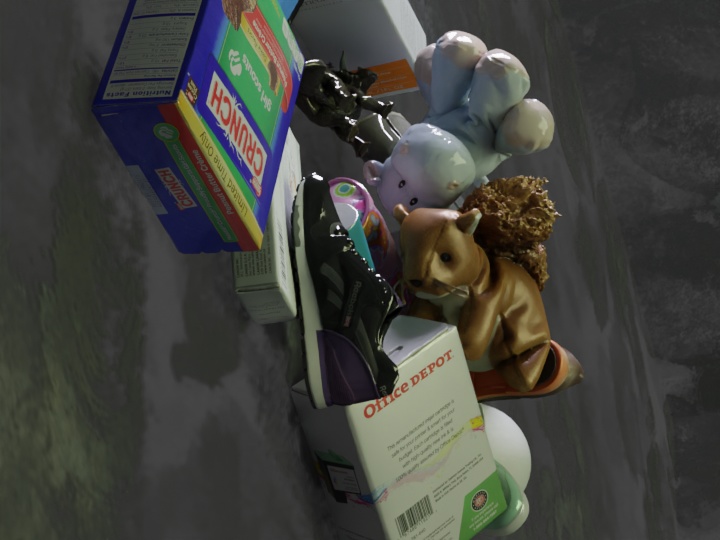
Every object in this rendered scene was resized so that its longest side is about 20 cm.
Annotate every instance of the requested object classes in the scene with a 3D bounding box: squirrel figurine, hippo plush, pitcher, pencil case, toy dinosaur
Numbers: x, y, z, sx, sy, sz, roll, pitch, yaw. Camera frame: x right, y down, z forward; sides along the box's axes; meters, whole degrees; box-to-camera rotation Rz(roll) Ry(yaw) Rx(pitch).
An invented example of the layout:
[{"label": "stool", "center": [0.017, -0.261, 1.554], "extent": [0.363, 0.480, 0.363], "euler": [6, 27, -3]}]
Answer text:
[{"label": "squirrel figurine", "center": [0.103, -0.007, 1.736], "extent": [0.201, 0.141, 0.187], "euler": [-57, 134, -28]}, {"label": "hippo plush", "center": [0.072, -0.130, 1.805], "extent": [0.160, 0.160, 0.200], "euler": [52, -29, 2]}, {"label": "pitcher", "center": [0.103, 0.221, 1.957], "extent": [0.173, 0.120, 0.200], "euler": [-66, 156, -7]}, {"label": "pencil case", "center": [0.000, 0.000, 1.768], "extent": [0.200, 0.087, 0.088], "euler": [61, 23, -51]}, {"label": "toy dinosaur", "center": [-0.034, -0.168, 1.777], "extent": [0.200, 0.102, 0.077], "euler": [4, 115, -62]}]

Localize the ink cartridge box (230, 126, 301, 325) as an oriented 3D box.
[{"label": "ink cartridge box", "center": [-0.079, -0.051, 1.581], "extent": [0.174, 0.043, 0.202], "euler": [69, 15, -70]}]

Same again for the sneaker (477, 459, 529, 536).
[{"label": "sneaker", "center": [0.073, 0.179, 1.783], "extent": [0.200, 0.074, 0.118], "euler": [38, -6, 30]}]

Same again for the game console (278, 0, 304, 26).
[{"label": "game console", "center": [-0.032, -0.291, 1.659], "extent": [0.117, 0.175, 0.201], "euler": [52, 40, -28]}]

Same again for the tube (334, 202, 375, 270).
[{"label": "tube", "center": [-0.007, 0.032, 1.683], "extent": [0.051, 0.077, 0.201], "euler": [-90, 168, -53]}]

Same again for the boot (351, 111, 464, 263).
[{"label": "boot", "center": [0.050, -0.081, 1.912], "extent": [0.201, 0.072, 0.181], "euler": [59, 25, 16]}]

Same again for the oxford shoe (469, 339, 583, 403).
[{"label": "oxford shoe", "center": [0.128, 0.105, 1.827], "extent": [0.073, 0.198, 0.072], "euler": [22, 73, -53]}]

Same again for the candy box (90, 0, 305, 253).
[{"label": "candy box", "center": [-0.117, -0.142, 1.398], "extent": [0.170, 0.076, 0.201], "euler": [63, 32, -47]}]

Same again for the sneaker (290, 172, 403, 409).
[{"label": "sneaker", "center": [-0.008, 0.014, 1.563], "extent": [0.076, 0.087, 0.202], "euler": [51, 33, -78]}]

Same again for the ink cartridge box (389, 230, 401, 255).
[{"label": "ink cartridge box", "center": [0.064, 0.023, 2.005], "extent": [0.200, 0.067, 0.118], "euler": [30, 51, -70]}]

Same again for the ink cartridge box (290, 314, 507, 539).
[{"label": "ink cartridge box", "center": [0.037, 0.162, 1.660], "extent": [0.144, 0.084, 0.202], "euler": [-33, 118, -33]}]

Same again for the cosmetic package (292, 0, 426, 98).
[{"label": "cosmetic package", "center": [-0.005, -0.258, 1.881], "extent": [0.200, 0.100, 0.072], "euler": [54, 30, -56]}]
